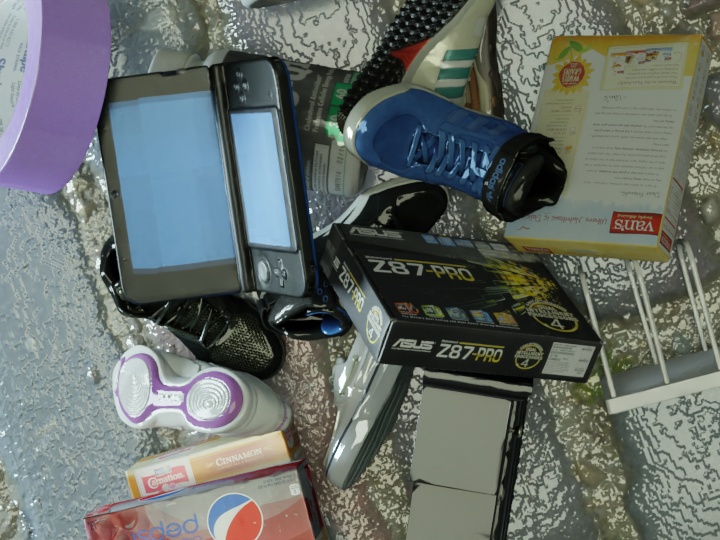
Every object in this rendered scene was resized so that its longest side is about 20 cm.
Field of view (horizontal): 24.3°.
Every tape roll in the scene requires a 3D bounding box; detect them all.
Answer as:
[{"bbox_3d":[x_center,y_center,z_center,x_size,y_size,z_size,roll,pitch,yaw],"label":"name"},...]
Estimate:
[{"bbox_3d":[-0.289,-0.171,1.473,0.066,0.200,0.200,9,96,-30],"label":"tape roll"}]

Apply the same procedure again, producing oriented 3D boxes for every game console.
[{"bbox_3d":[-0.131,-0.070,1.396,0.118,0.171,0.200,-12,99,-26],"label":"game console"}]

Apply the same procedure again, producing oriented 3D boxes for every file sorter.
[{"bbox_3d":[0.295,0.033,1.457,0.200,0.139,0.125,-16,92,7],"label":"file sorter"}]

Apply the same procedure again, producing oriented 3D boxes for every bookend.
[{"bbox_3d":[0.093,0.174,1.459,0.092,0.200,0.199,9,95,6],"label":"bookend"}]

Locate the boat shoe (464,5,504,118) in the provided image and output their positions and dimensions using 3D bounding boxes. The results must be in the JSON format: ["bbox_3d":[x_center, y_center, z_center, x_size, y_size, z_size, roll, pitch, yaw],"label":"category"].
[{"bbox_3d":[0.088,-0.172,1.501,0.072,0.076,0.200,-4,87,13],"label":"boat shoe"}]

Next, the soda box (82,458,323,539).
[{"bbox_3d":[-0.138,0.225,1.481,0.200,0.063,0.070,-13,91,7],"label":"soda box"}]

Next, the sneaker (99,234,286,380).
[{"bbox_3d":[-0.159,0.037,1.519,0.199,0.114,0.076,41,99,0],"label":"sneaker"}]

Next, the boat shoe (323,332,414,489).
[{"bbox_3d":[0.006,0.100,1.535,0.067,0.074,0.200,26,87,18],"label":"boat shoe"}]

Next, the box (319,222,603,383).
[{"bbox_3d":[0.083,0.027,1.409,0.200,0.161,0.049,7,117,-24],"label":"box"}]

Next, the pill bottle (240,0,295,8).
[{"bbox_3d":[-0.078,-0.343,1.480,0.114,0.114,0.200,-16,93,7],"label":"pill bottle"}]

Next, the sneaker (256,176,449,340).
[{"bbox_3d":[0.000,0.000,1.493,0.200,0.112,0.073,-29,128,14],"label":"sneaker"}]

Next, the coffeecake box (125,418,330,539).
[{"bbox_3d":[-0.111,0.254,1.549,0.153,0.073,0.200,-16,93,7],"label":"coffeecake box"}]

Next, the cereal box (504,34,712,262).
[{"bbox_3d":[0.215,-0.108,1.442,0.144,0.040,0.200,5,71,32],"label":"cereal box"}]

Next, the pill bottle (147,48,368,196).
[{"bbox_3d":[-0.089,-0.136,1.497,0.200,0.113,0.113,10,95,5],"label":"pill bottle"}]

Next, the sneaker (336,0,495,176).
[{"bbox_3d":[0.064,-0.170,1.442,0.200,0.070,0.093,-55,130,-15],"label":"sneaker"}]

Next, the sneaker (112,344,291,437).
[{"bbox_3d":[-0.149,0.120,1.523,0.200,0.100,0.075,12,85,43],"label":"sneaker"}]

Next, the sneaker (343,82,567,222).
[{"bbox_3d":[0.087,-0.094,1.366,0.111,0.200,0.077,36,109,44],"label":"sneaker"}]
